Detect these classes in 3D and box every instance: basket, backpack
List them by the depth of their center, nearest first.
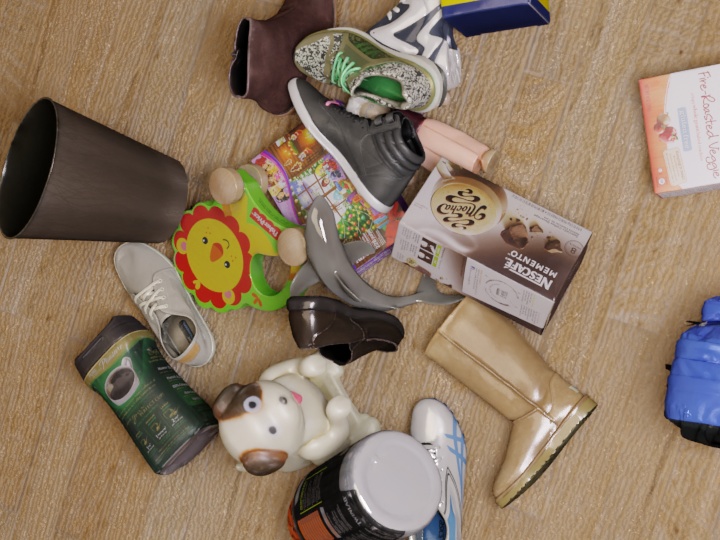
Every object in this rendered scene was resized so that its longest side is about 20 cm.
[{"bbox_3d":[0.402,0.112,1.492,0.162,0.200,0.169,3,88,21],"label":"backpack"},{"bbox_3d":[-0.330,-0.106,1.763,0.136,0.199,0.181,37,108,50],"label":"basket"}]

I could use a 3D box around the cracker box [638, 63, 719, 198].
[{"bbox_3d":[0.423,-0.165,1.578,0.199,0.058,0.135,-10,84,19],"label":"cracker box"}]

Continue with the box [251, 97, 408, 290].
[{"bbox_3d":[-0.031,-0.094,1.751,0.137,0.039,0.201,-36,75,15],"label":"box"}]

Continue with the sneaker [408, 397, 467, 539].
[{"bbox_3d":[0.086,0.252,1.668,0.071,0.072,0.201,-4,84,22],"label":"sneaker"}]

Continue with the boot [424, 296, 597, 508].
[{"bbox_3d":[0.155,0.153,1.657,0.200,0.066,0.175,40,88,17],"label":"boot"}]

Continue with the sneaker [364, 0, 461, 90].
[{"bbox_3d":[0.052,-0.311,1.714,0.129,0.079,0.200,-5,85,20],"label":"sneaker"}]

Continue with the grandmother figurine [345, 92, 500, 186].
[{"bbox_3d":[0.071,-0.166,1.710,0.199,0.061,0.122,29,88,17],"label":"grandmother figurine"}]

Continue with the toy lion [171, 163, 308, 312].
[{"bbox_3d":[-0.148,-0.021,1.761,0.200,0.069,0.192,40,120,22],"label":"toy lion"}]

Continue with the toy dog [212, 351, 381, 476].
[{"bbox_3d":[-0.097,0.175,1.672,0.193,0.200,0.140,-25,78,17],"label":"toy dog"}]

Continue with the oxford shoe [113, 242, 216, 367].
[{"bbox_3d":[-0.259,0.040,1.818,0.075,0.058,0.200,-42,72,17],"label":"oxford shoe"}]

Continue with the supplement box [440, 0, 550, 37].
[{"bbox_3d":[0.155,-0.393,1.666,0.108,0.109,0.201,-5,85,20],"label":"supplement box"}]

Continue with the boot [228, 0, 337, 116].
[{"bbox_3d":[-0.096,-0.293,1.719,0.072,0.166,0.201,9,90,23],"label":"boot"}]

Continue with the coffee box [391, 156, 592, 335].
[{"bbox_3d":[0.151,-0.029,1.618,0.199,0.080,0.113,28,59,11],"label":"coffee box"}]

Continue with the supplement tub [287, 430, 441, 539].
[{"bbox_3d":[-0.002,0.270,1.632,0.200,0.122,0.123,-39,70,54],"label":"supplement tub"}]

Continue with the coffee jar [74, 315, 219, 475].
[{"bbox_3d":[-0.276,0.156,1.801,0.104,0.085,0.200,-45,74,15],"label":"coffee jar"}]

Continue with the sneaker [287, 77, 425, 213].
[{"bbox_3d":[0.002,-0.175,1.682,0.099,0.071,0.200,-43,80,21],"label":"sneaker"}]

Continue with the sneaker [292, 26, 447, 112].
[{"bbox_3d":[-0.001,-0.234,1.652,0.199,0.089,0.077,18,116,24],"label":"sneaker"}]

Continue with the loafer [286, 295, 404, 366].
[{"bbox_3d":[-0.022,0.078,1.654,0.073,0.200,0.072,-2,78,38],"label":"loafer"}]

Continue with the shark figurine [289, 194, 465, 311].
[{"bbox_3d":[0.007,0.019,1.657,0.214,0.090,0.128,30,98,-24],"label":"shark figurine"}]
